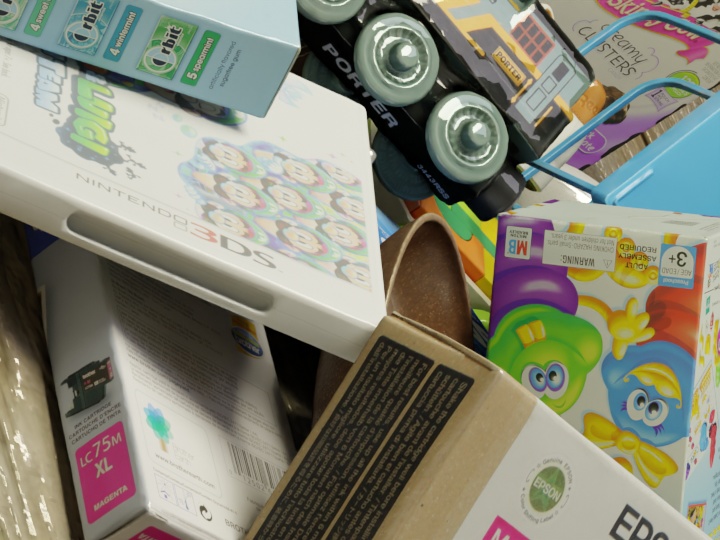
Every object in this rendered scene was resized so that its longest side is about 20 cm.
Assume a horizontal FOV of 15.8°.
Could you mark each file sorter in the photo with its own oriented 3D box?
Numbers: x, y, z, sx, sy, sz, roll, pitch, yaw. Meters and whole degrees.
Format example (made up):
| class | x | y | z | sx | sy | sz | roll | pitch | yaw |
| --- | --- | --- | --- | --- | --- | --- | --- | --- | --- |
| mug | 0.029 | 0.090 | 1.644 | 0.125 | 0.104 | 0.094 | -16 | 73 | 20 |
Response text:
| class | x | y | z | sx | sy | sz | roll | pitch | yaw |
| --- | --- | --- | --- | --- | --- | --- | --- | --- | --- |
| file sorter | 0.167 | -0.019 | 1.402 | 0.123 | 0.139 | 0.200 | 30 | -30 | 47 |

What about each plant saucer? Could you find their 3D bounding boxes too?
| class | x | y | z | sx | sy | sz | roll | pitch | yaw |
| --- | --- | --- | --- | --- | --- | --- | --- | --- | --- |
| plant saucer | 0.013 | 0.075 | 1.135 | 0.200 | 0.037 | 0.201 | 2 | 90 | -75 |

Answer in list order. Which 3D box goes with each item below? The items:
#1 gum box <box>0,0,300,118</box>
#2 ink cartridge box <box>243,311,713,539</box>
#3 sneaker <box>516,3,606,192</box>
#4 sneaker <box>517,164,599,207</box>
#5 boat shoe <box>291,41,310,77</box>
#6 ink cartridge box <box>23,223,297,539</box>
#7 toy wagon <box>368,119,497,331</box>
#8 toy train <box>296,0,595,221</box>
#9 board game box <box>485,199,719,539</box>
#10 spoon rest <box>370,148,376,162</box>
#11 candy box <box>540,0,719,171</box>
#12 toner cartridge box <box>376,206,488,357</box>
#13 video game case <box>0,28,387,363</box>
| class | x | y | z | sx | sy | sz | roll | pitch | yaw |
| --- | --- | --- | --- | --- | --- | --- | --- | --- | --- |
| gum box | -0.128 | -0.160 | 1.106 | 0.199 | 0.045 | 0.170 | 16 | 38 | -19 |
| ink cartridge box | 0.046 | 0.138 | 1.035 | 0.075 | 0.165 | 0.200 | 25 | -10 | 49 |
| sneaker | 0.061 | -0.132 | 1.481 | 0.200 | 0.085 | 0.073 | 42 | -2 | 26 |
| sneaker | 0.141 | 0.022 | 1.538 | 0.201 | 0.070 | 0.080 | 62 | 24 | 7 |
| boat shoe | -0.012 | -0.158 | 1.374 | 0.076 | 0.074 | 0.200 | 45 | 41 | 5 |
| ink cartridge box | -0.078 | 0.043 | 1.064 | 0.119 | 0.042 | 0.200 | 34 | 33 | -46 |
| toy wagon | 0.030 | -0.044 | 1.421 | 0.200 | 0.040 | 0.155 | 47 | 24 | -27 |
| toy train | 0.026 | -0.121 | 1.293 | 0.200 | 0.085 | 0.114 | 48 | 64 | -12 |
| board game box | 0.118 | 0.073 | 1.237 | 0.105 | 0.103 | 0.201 | -14 | 110 | -69 |
| spoon rest | -0.070 | -0.093 | 1.225 | 0.200 | 0.099 | 0.061 | 45 | 69 | -39 |
| candy box | 0.140 | -0.156 | 1.595 | 0.168 | 0.200 | 0.072 | 35 | 31 | -44 |
| toner cartridge box | 0.000 | 0.000 | 1.238 | 0.200 | 0.043 | 0.095 | 41 | 11 | -51 |
| video game case | -0.076 | -0.053 | 1.076 | 0.182 | 0.024 | 0.200 | 23 | 26 | -15 |
